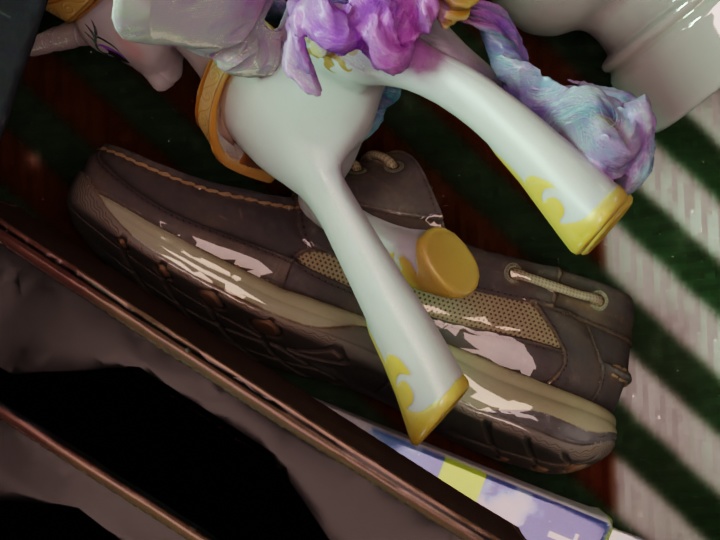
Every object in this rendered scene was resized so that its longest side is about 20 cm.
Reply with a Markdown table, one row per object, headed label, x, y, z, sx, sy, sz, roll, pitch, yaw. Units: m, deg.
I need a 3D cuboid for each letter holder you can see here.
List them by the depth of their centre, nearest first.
| label | x | y | z | sx | sy | sz | roll | pitch | yaw |
| --- | --- | --- | --- | --- | --- | --- | --- | --- | --- |
| letter holder | -0.056 | 0.071 | 0.869 | 0.199 | 0.142 | 0.101 | 33 | 88 | -1 |

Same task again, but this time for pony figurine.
| label | x | y | z | sx | sy | sz | roll | pitch | yaw |
| --- | --- | --- | --- | --- | --- | --- | --- | --- | --- |
| pony figurine | -0.007 | -0.072 | 0.855 | 0.200 | 0.193 | 0.166 | 43 | 44 | 5 |

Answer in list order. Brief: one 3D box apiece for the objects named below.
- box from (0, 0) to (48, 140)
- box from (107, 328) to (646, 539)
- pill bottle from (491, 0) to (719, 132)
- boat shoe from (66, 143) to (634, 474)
| label | x | y | z | sx | sy | sz | roll | pitch | yaw |
| --- | --- | --- | --- | --- | --- | --- | --- | --- | --- |
| box | -0.185 | -0.033 | 0.839 | 0.117 | 0.197 | 0.201 | 26 | 57 | -19 |
| box | -0.009 | 0.110 | 0.965 | 0.199 | 0.048 | 0.123 | 22 | 88 | -2 |
| pill bottle | 0.065 | -0.148 | 0.942 | 0.111 | 0.111 | 0.200 | -40 | 91 | -3 |
| boat shoe | 0.000 | 0.000 | 0.963 | 0.199 | 0.074 | 0.074 | 25 | 76 | -9 |
